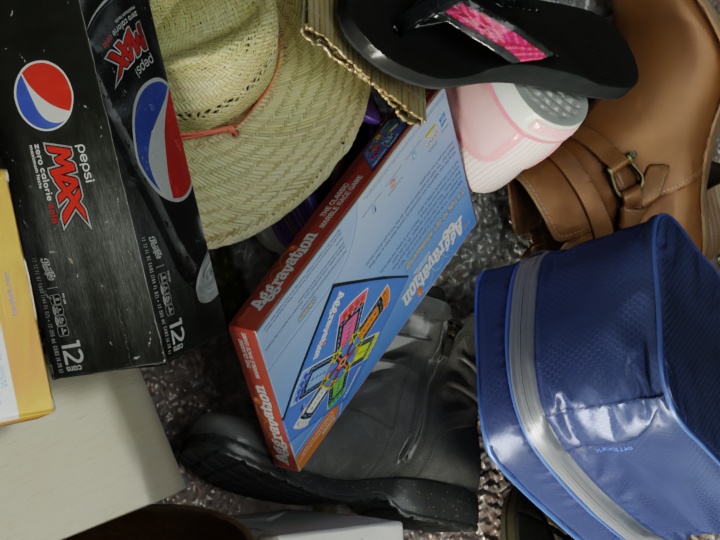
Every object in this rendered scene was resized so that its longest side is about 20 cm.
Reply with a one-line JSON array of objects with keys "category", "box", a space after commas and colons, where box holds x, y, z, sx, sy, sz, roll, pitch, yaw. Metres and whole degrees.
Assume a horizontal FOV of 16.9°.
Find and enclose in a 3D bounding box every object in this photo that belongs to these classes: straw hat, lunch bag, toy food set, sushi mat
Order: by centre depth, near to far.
[{"category": "toy food set", "box": [-0.199, 0.077, 1.214, 0.199, 0.060, 0.144, -21, 90, -22]}, {"category": "straw hat", "box": [-0.086, -0.115, 1.229, 0.200, 0.085, 0.202, 2, 74, -7]}, {"category": "sushi mat", "box": [0.002, -0.172, 1.301, 0.096, 0.012, 0.201, 40, 37, -37]}, {"category": "lunch bag", "box": [0.148, 0.073, 1.354, 0.200, 0.132, 0.136, 45, 39, -45]}]

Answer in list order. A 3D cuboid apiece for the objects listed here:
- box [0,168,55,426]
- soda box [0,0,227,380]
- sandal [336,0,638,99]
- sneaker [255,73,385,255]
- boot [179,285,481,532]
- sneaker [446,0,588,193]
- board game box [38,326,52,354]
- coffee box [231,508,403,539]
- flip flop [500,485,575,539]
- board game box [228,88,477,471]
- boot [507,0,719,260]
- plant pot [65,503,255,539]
[{"category": "box", "box": [-0.251, 0.028, 1.121, 0.199, 0.041, 0.120, -10, 85, -18]}, {"category": "soda box", "box": [-0.128, -0.054, 1.169, 0.063, 0.071, 0.201, -26, 105, -61]}, {"category": "sandal", "box": [0.073, -0.132, 1.275, 0.199, 0.045, 0.075, 3, 56, -35]}, {"category": "sneaker", "box": [-0.015, -0.105, 1.316, 0.080, 0.083, 0.201, -5, 90, -31]}, {"category": "boot", "box": [-0.009, 0.065, 1.331, 0.199, 0.070, 0.132, 17, 75, -39]}, {"category": "sneaker", "box": [0.062, -0.135, 1.377, 0.075, 0.105, 0.201, 6, 55, -30]}, {"category": "board game box", "box": [-0.251, 0.074, 1.148, 0.120, 0.032, 0.200, 38, 71, -7]}, {"category": "coffee box", "box": [-0.033, 0.232, 1.274, 0.079, 0.114, 0.201, -3, 91, -31]}, {"category": "flip flop", "box": [0.096, 0.218, 1.388, 0.081, 0.057, 0.201, 16, 64, -33]}, {"category": "board game box", "box": [0.000, 0.000, 1.275, 0.200, 0.019, 0.103, -53, 142, -36]}, {"category": "boot", "box": [0.147, -0.082, 1.420, 0.154, 0.074, 0.201, -22, 97, -25]}, {"category": "plant pot", "box": [-0.120, 0.246, 1.199, 0.186, 0.187, 0.201, -23, 111, -29]}]
